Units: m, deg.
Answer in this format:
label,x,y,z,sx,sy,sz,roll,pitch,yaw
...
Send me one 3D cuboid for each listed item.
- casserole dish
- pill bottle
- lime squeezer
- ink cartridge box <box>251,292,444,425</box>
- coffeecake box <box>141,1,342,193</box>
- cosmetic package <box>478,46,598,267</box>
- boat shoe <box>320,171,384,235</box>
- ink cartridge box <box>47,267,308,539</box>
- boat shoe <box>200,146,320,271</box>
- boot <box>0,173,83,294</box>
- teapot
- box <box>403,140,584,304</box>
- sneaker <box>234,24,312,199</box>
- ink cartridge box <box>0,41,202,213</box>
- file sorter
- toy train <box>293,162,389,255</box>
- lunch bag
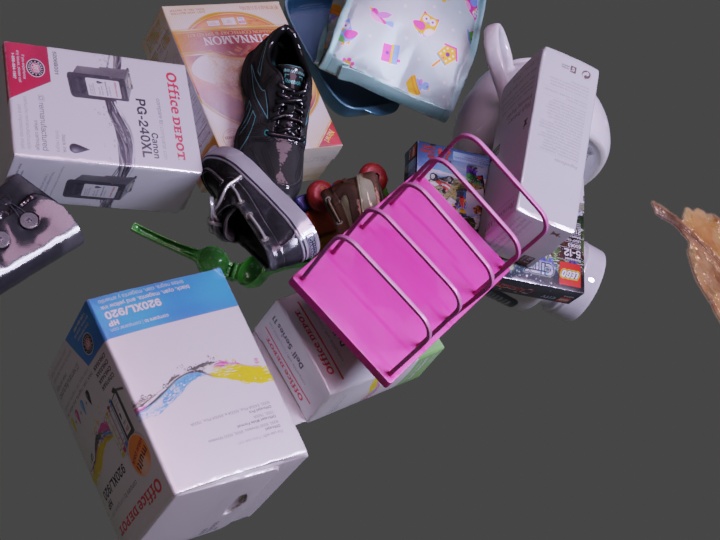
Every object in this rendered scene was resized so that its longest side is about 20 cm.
label,x,y,z,sx,sy,sz,roll,pitch,yaw
casserole dish,-0.021,-0.257,1.834,0.121,0.039,0.201,-14,68,-36
pill bottle,0.166,-0.025,1.729,0.199,0.120,0.120,27,50,-12
lime squeezer,-0.138,-0.009,1.588,0.199,0.071,0.038,12,81,15
ink cartridge box,-0.027,0.077,1.586,0.199,0.067,0.117,-20,71,-37
coffeecake box,-0.132,-0.194,1.707,0.153,0.073,0.201,-9,65,-34
cosmetic package,0.183,-0.117,1.602,0.074,0.102,0.201,20,61,-13
boat shoe,0.001,0.002,1.575,0.074,0.075,0.203,-12,68,4
ink cartridge box,-0.171,0.131,1.417,0.144,0.147,0.201,-14,66,-35
boat shoe,-0.119,-0.057,1.536,0.068,0.074,0.199,-27,46,-22
boot,-0.339,0.017,1.449,0.165,0.066,0.200,46,51,7
teapot,0.191,-0.181,1.798,0.196,0.200,0.147,6,60,-25
box,0.142,-0.050,1.637,0.199,0.038,0.137,11,66,-19
sneaker,-0.088,-0.167,1.613,0.075,0.079,0.201,7,58,-25
ink cartridge box,-0.272,-0.145,1.588,0.199,0.083,0.146,3,58,-26
file sorter,0.062,-0.018,1.480,0.139,0.125,0.200,47,56,3
toy train,-0.045,-0.032,1.653,0.199,0.085,0.116,-21,88,-32
lunch bag,0.046,-0.274,1.774,0.170,0.122,0.201,23,58,-12
